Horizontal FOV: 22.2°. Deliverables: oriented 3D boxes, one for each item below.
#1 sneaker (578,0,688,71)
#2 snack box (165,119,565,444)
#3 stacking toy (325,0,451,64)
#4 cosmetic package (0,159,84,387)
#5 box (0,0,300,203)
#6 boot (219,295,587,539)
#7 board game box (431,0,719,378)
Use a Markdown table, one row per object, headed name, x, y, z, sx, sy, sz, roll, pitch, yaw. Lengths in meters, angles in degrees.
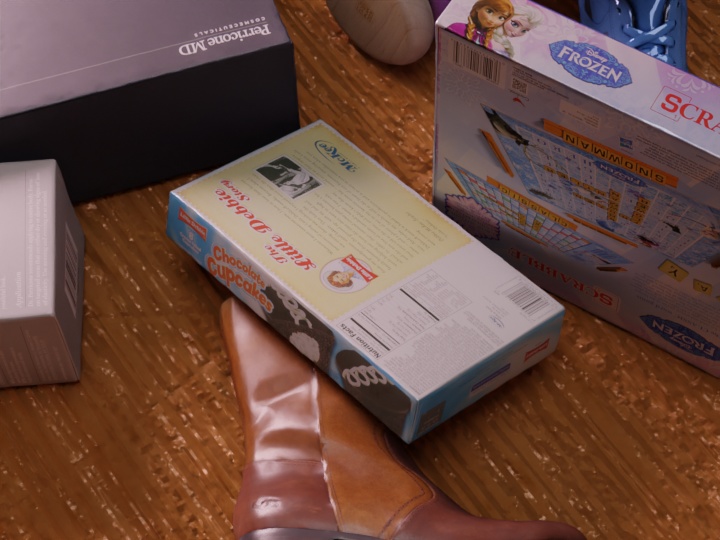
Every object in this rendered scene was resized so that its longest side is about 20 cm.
| name | x | y | z | sx | sy | sz | roll | pitch | yaw |
| --- | --- | --- | --- | --- | --- | --- | --- | --- | --- |
| sneaker | 0.163 | -0.126 | 1.087 | 0.066 | 0.078 | 0.200 | 0 | 61 | -1 |
| snack box | 0.000 | 0.000 | 1.008 | 0.116 | 0.037 | 0.200 | -28 | 55 | -35 |
| stacking toy | 0.069 | -0.216 | 1.142 | 0.085 | 0.085 | 0.200 | 38 | 63 | 20 |
| cosmetic package | -0.259 | 0.008 | 1.012 | 0.200 | 0.090 | 0.107 | -4 | 60 | 2 |
| box | -0.156 | -0.148 | 1.089 | 0.200 | 0.104 | 0.182 | -15 | 60 | -7 |
| boot | 0.021 | 0.092 | 0.986 | 0.188 | 0.069 | 0.200 | -6 | 49 | 1 |
| board game box | 0.132 | -0.042 | 0.967 | 0.200 | 0.200 | 0.041 | 28 | 64 | 16 |
